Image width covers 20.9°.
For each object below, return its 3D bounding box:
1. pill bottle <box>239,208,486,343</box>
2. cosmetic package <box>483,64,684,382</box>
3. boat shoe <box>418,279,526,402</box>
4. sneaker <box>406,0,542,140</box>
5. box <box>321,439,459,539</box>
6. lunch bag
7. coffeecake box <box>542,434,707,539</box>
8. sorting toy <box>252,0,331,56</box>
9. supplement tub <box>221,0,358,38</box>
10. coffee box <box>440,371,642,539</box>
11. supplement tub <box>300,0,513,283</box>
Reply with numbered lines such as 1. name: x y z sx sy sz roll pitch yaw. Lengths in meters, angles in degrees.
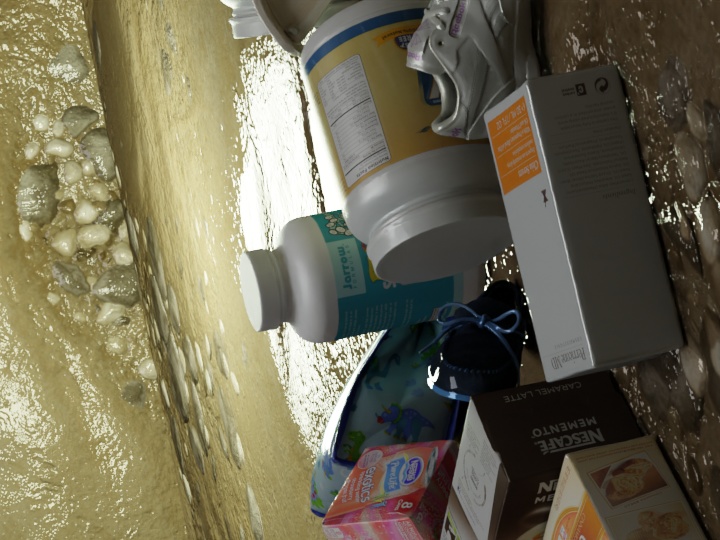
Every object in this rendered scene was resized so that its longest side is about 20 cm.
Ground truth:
1. pill bottle: 0.000 0.000 1.684 0.111 0.199 0.112 168 90 -74
2. cosmetic package: 0.153 -0.031 1.358 0.101 0.071 0.201 145 112 -73
3. boat shoe: 0.090 0.051 1.529 0.200 0.084 0.069 -73 -6 -76
4. sneaker: 0.081 -0.194 1.451 0.075 0.099 0.201 -156 58 -74
5. box: 0.062 0.252 1.645 0.094 0.103 0.201 -9 121 35
6. lunch bag: 0.037 0.125 1.794 0.170 0.127 0.201 114 171 -64
7. coffeecake box: 0.201 0.245 1.373 0.154 0.073 0.201 98 155 -47
8. sorting toy: -0.025 -0.284 1.654 0.107 0.200 0.180 37 -175 8
9. supplement tub: -0.075 -0.326 1.831 0.144 0.144 0.201 -160 60 -72
10. coffee box: 0.134 0.175 1.487 0.201 0.114 0.080 96 157 -49
11. supplement tub: 0.042 -0.106 1.564 0.145 0.144 0.201 115 141 -65
